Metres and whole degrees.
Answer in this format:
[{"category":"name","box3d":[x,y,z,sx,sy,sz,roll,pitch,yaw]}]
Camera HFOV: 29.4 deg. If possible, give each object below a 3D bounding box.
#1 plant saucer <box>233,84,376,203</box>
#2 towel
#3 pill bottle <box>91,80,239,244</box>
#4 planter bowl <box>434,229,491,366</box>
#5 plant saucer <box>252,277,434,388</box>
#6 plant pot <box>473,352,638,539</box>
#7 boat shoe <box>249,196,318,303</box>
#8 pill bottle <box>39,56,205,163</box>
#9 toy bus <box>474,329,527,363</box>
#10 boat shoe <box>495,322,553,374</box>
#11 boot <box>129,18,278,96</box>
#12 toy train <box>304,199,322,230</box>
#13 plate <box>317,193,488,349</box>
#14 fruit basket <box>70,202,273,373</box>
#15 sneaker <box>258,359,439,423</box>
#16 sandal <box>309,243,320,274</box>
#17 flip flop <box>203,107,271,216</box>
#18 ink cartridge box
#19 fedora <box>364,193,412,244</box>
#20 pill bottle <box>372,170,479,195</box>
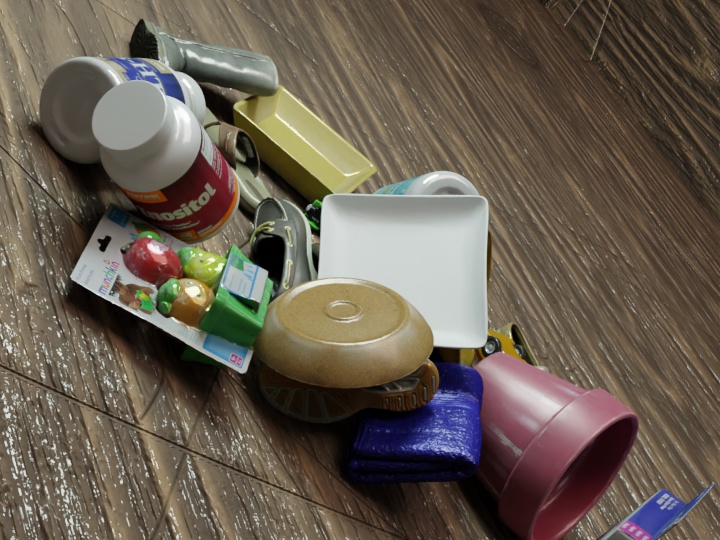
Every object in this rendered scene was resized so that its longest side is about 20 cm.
[{"category":"plant saucer","box3d":[-0.087,-0.172,1.967,0.200,0.048,0.200,40,23,2]},{"category":"towel","box3d":[0.062,0.163,1.527,0.200,0.147,0.050,-78,162,-64]},{"category":"pill bottle","box3d":[-0.213,-0.118,1.492,0.113,0.113,0.200,56,-1,29]},{"category":"planter bowl","box3d":[0.117,0.037,1.842,0.083,0.201,0.200,10,18,13]},{"category":"plant saucer","box3d":[-0.019,0.057,1.478,0.199,0.036,0.200,2,29,-1]},{"category":"plant pot","box3d":[0.202,0.200,1.643,0.179,0.201,0.200,37,17,28]},{"category":"boat shoe","box3d":[-0.099,-0.024,1.661,0.060,0.072,0.202,30,28,-38]},{"category":"pill bottle","box3d":[-0.270,-0.189,1.607,0.120,0.120,0.200,48,23,11]},{"category":"toy bus","box3d":[0.203,0.173,1.809,0.065,0.078,0.200,19,33,-44]},{"category":"boat shoe","box3d":[0.234,0.156,1.906,0.074,0.066,0.200,15,36,-49]},{"category":"boot","box3d":[-0.208,-0.270,1.877,0.199,0.073,0.182,20,30,-27]},{"category":"toy train","box3d":[0.005,-0.032,1.895,0.200,0.042,0.056,37,13,-13]},{"category":"plate","box3d":[0.049,0.003,1.598,0.032,0.199,0.201,81,11,-62]},{"category":"fruit basket","box3d":[-0.189,0.009,1.431,0.200,0.094,0.185,35,24,-12]},{"category":"sneaker","box3d":[-0.018,0.119,1.507,0.199,0.076,0.088,3,13,-15]},{"category":"sandal","box3d":[-0.038,0.048,1.637,0.054,0.082,0.200,-3,52,-34]},{"category":"flip flop","box3d":[-0.162,-0.150,1.797,0.200,0.058,0.081,53,24,22]},{"category":"ink cartridge box","box3d":[0.301,0.311,1.572,0.043,0.200,0.196,49,23,14]},{"category":"fedora","box3d":[0.000,0.000,1.715,0.091,0.201,0.201,-14,53,-25]},{"category":"pill bottle","box3d":[0.069,-0.063,1.780,0.111,0.111,0.200,35,-18,-18]}]
